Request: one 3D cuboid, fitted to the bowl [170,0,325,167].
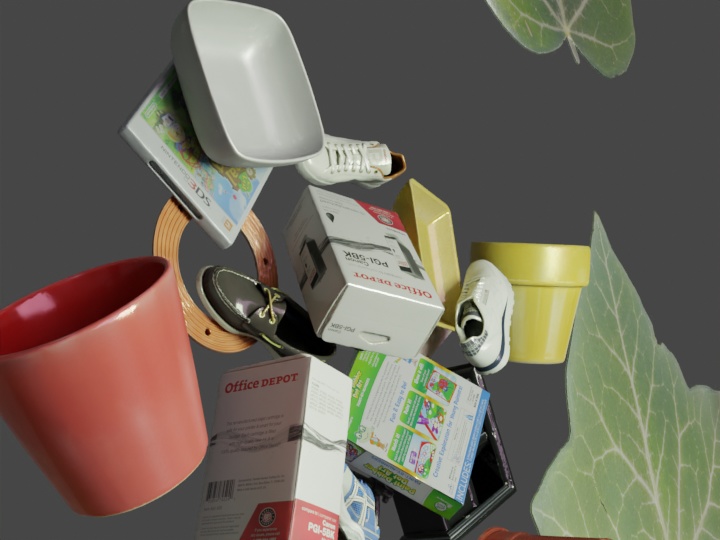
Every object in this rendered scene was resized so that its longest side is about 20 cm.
[{"bbox_3d":[-0.141,-0.212,1.138,0.199,0.074,0.203,-14,83,-56],"label":"bowl"}]

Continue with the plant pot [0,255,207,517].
[{"bbox_3d":[-0.232,0.108,0.866,0.200,0.198,0.180,-43,120,-51],"label":"plant pot"}]

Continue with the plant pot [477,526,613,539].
[{"bbox_3d":[0.291,0.480,1.409,0.199,0.193,0.204,23,60,-47],"label":"plant pot"}]

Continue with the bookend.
[{"bbox_3d":[0.114,0.257,1.341,0.198,0.091,0.204,-16,90,-54],"label":"bookend"}]

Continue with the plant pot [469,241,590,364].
[{"bbox_3d":[0.274,0.051,1.565,0.199,0.198,0.193,1,93,-52],"label":"plant pot"}]

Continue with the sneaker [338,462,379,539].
[{"bbox_3d":[-0.031,0.268,1.134,0.077,0.075,0.203,-43,123,-51],"label":"sneaker"}]

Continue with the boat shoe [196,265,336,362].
[{"bbox_3d":[-0.107,0.051,1.116,0.201,0.060,0.073,41,48,-38],"label":"boat shoe"}]

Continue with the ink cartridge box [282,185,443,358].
[{"bbox_3d":[0.000,0.000,1.175,0.145,0.084,0.201,15,32,-30],"label":"ink cartridge box"}]

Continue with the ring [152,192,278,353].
[{"bbox_3d":[-0.170,-0.003,1.119,0.199,0.019,0.204,24,58,-46],"label":"ring"}]

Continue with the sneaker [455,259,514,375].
[{"bbox_3d":[0.175,0.052,1.389,0.080,0.076,0.202,40,34,-33],"label":"sneaker"}]

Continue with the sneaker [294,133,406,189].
[{"bbox_3d":[-0.010,-0.161,1.336,0.198,0.084,0.074,-1,80,-52],"label":"sneaker"}]

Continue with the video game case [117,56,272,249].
[{"bbox_3d":[-0.182,-0.155,1.134,0.183,0.022,0.202,51,37,-26],"label":"video game case"}]

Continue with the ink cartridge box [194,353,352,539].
[{"bbox_3d":[-0.092,0.209,1.037,0.083,0.145,0.203,33,54,-43],"label":"ink cartridge box"}]

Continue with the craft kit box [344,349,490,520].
[{"bbox_3d":[0.061,0.192,1.237,0.196,0.049,0.201,32,40,-4],"label":"craft kit box"}]

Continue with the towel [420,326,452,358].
[{"bbox_3d":[0.066,0.046,1.406,0.200,0.032,0.193,-43,112,-50],"label":"towel"}]

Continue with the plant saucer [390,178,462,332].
[{"bbox_3d":[0.095,-0.010,1.366,0.200,0.048,0.204,22,58,-67],"label":"plant saucer"}]

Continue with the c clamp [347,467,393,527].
[{"bbox_3d":[-0.023,0.282,1.210,0.199,0.027,0.174,29,62,-45],"label":"c clamp"}]

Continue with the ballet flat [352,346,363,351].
[{"bbox_3d":[0.036,0.039,1.293,0.067,0.056,0.201,50,35,-20],"label":"ballet flat"}]
